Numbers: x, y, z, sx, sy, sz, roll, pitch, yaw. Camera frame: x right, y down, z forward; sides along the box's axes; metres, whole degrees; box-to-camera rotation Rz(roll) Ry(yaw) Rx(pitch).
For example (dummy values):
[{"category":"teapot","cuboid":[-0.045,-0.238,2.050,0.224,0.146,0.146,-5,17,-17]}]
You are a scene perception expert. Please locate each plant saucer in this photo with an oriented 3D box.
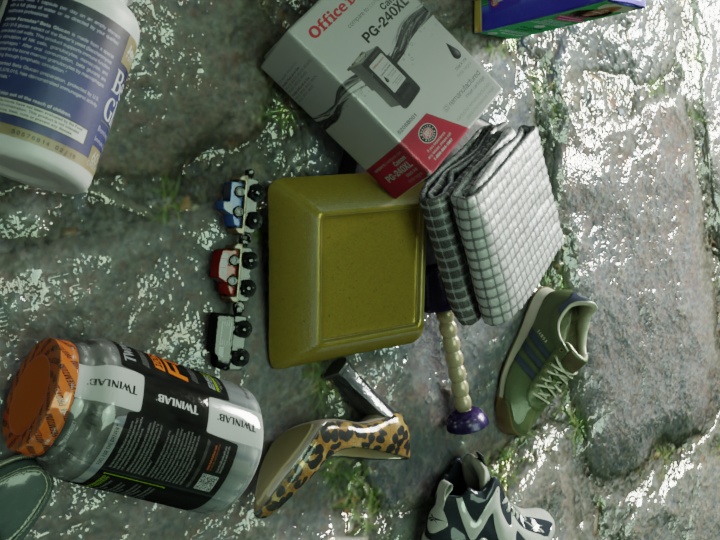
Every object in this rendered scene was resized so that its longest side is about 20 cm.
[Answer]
[{"category":"plant saucer","cuboid":[0.000,0.000,0.998,0.200,0.048,0.200,-8,106,-35]}]

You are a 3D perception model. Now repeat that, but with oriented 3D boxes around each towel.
[{"category":"towel","cuboid":[0.145,-0.057,1.053,0.200,0.085,0.166,-49,128,-46]}]

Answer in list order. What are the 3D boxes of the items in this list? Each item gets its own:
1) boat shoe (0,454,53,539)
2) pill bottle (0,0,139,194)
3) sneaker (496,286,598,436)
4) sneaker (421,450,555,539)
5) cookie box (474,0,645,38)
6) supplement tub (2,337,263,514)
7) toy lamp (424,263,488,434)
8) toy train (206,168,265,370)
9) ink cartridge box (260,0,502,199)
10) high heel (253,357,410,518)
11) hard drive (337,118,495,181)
[{"category":"boat shoe","cuboid":[-0.321,0.232,0.760,0.200,0.062,0.073,-44,117,-29]},{"category":"pill bottle","cuboid":[-0.247,-0.173,0.777,0.111,0.111,0.200,23,77,-37]},{"category":"sneaker","cuboid":[0.239,0.114,1.189,0.067,0.090,0.200,31,73,-36]},{"category":"sneaker","cuboid":[0.161,0.277,1.137,0.199,0.079,0.130,-1,100,-29]},{"category":"cookie box","cuboid":[0.226,-0.371,1.096,0.075,0.200,0.171,0,91,-37]},{"category":"supplement tub","cuboid":[-0.194,0.133,0.822,0.200,0.122,0.123,26,75,-37]},{"category":"toy lamp","cuboid":[0.108,0.090,1.104,0.058,0.058,0.200,-23,104,-36]},{"category":"toy train","cuboid":[-0.126,-0.002,0.931,0.046,0.034,0.200,6,88,-26]},{"category":"ink cartridge box","cuboid":[0.022,-0.199,0.970,0.200,0.083,0.145,44,64,-9]},{"category":"high heel","cuboid":[-0.021,0.208,0.991,0.143,0.071,0.200,51,53,-21]},{"category":"hard drive","cuboid":[0.069,-0.131,1.083,0.200,0.033,0.140,17,81,-38]}]
